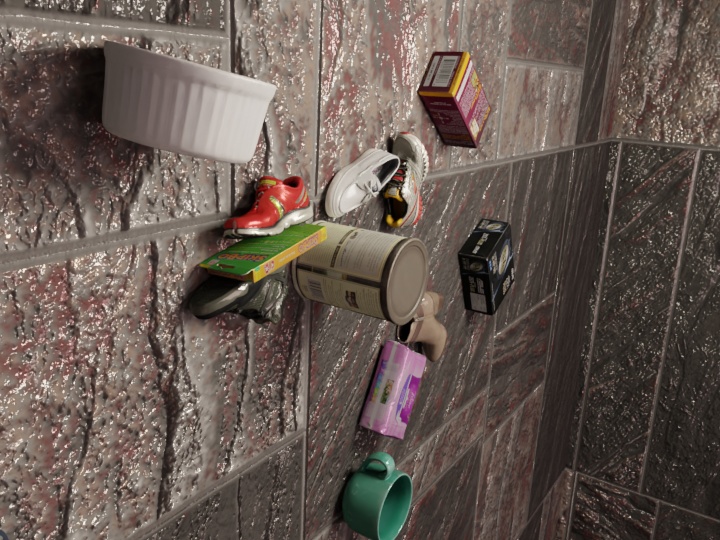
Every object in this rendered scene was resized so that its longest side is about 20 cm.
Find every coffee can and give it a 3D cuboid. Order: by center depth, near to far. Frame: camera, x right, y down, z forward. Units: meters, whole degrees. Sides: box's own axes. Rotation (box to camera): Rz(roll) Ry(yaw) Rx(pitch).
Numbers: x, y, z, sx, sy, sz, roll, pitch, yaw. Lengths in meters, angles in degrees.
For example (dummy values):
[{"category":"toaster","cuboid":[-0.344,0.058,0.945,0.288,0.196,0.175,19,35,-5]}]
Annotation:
[{"category":"coffee can","cuboid":[0.000,0.000,1.218,0.146,0.198,0.149,-28,125,-51]}]

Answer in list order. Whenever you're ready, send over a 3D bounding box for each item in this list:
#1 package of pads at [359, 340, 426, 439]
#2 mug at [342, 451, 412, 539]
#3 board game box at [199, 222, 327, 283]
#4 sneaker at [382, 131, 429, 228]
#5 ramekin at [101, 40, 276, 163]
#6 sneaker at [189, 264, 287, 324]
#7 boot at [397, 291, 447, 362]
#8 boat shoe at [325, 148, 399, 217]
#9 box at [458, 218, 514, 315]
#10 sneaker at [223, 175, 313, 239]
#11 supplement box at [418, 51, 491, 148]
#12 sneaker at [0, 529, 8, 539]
[{"category":"package of pads","cuboid":[0.075,0.266,1.558,0.120,0.075,0.203,31,74,-56]},{"category":"mug","cuboid":[0.034,0.487,1.530,0.152,0.113,0.188,28,76,-58]},{"category":"board game box","cuboid":[-0.145,-0.030,1.067,0.199,0.094,0.030,-32,124,-50]},{"category":"sneaker","cuboid":[0.089,-0.180,1.421,0.082,0.077,0.203,-28,123,-50]},{"category":"ramekin","cuboid":[-0.205,-0.194,0.821,0.199,0.199,0.099,-4,112,-58]},{"category":"sneaker","cuboid":[-0.174,0.050,1.067,0.199,0.075,0.116,-38,126,-54]},{"category":"boot","cuboid":[0.140,0.141,1.641,0.145,0.070,0.203,-20,116,-48]},{"category":"boat shoe","cuboid":[0.008,-0.161,1.301,0.200,0.068,0.073,-43,135,-44]},{"category":"box","cuboid":[0.347,-0.009,1.899,0.164,0.085,0.202,-50,139,-39]},{"category":"sneaker","cuboid":[-0.148,-0.101,1.078,0.200,0.076,0.086,-35,119,-57]},{"category":"supplement box","cuboid":[0.213,-0.375,1.547,0.200,0.085,0.112,48,60,-54]},{"category":"sneaker","cuboid":[-0.432,0.250,0.718,0.083,0.069,0.200,-64,148,-16]}]
